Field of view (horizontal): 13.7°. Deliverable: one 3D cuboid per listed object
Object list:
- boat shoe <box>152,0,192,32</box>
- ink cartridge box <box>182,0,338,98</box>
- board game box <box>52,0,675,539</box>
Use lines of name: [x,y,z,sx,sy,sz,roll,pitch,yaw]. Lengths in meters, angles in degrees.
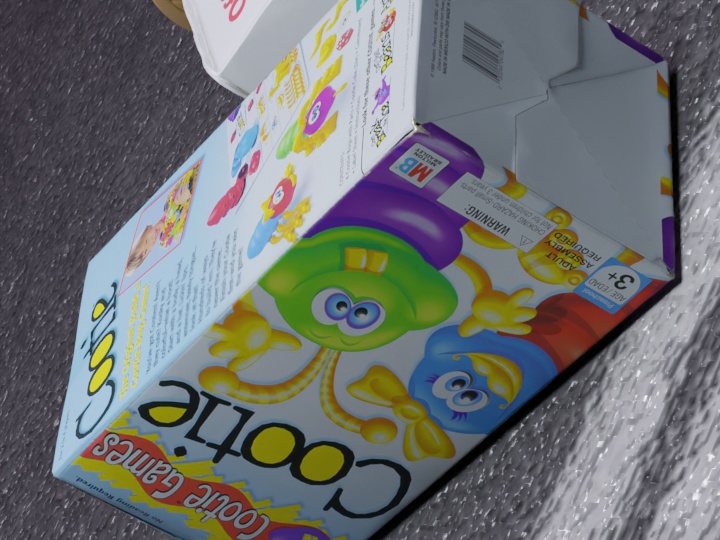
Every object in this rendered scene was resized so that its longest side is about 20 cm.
boat shoe: [-0.013,-0.183,1.279,0.200,0.074,0.069,-42,25,19]
ink cartridge box: [0.020,-0.160,1.153,0.200,0.083,0.145,-54,23,16]
board game box: [0.000,0.000,0.978,0.200,0.103,0.105,-43,28,36]
